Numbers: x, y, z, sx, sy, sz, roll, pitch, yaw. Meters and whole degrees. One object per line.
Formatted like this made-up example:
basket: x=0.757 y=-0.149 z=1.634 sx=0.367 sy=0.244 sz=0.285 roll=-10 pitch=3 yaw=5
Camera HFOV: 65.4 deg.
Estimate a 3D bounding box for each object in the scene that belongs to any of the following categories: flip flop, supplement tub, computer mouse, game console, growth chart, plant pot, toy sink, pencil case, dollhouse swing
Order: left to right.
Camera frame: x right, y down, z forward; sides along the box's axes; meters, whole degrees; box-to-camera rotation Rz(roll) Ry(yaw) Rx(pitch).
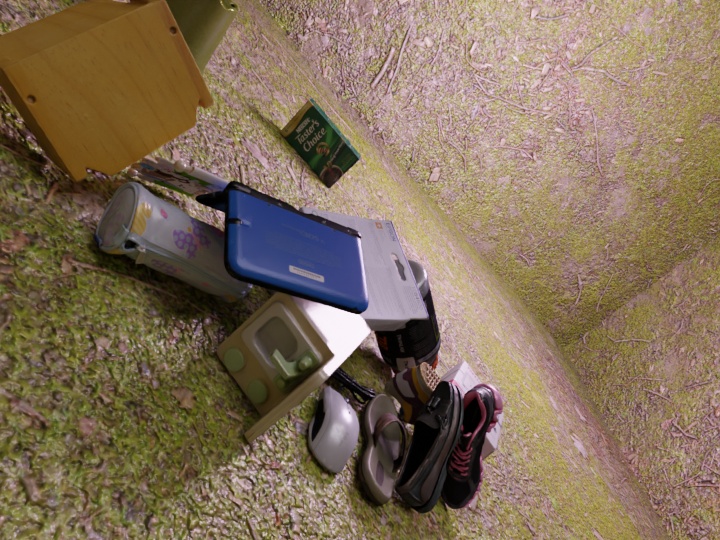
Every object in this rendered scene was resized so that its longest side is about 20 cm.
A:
dollhouse swing: x=-0.331 y=-0.233 z=0.697 sx=0.173 sy=0.199 sz=0.185 roll=11 pitch=-46 yaw=49
pencil case: x=-0.216 y=-0.028 z=0.684 sx=0.090 sy=0.084 sz=0.198 roll=36 pitch=3 yaw=40
plant pot: x=-0.341 y=-0.488 z=1.094 sx=0.200 sy=0.183 sz=0.202 roll=44 pitch=19 yaw=-19
growth chart: x=-0.227 y=-0.118 z=0.738 sx=0.142 sy=0.018 sz=0.197 roll=17 pitch=-5 yaw=-42
game console: x=-0.102 y=-0.022 z=0.705 sx=0.196 sy=0.118 sz=0.175 roll=18 pitch=50 yaw=-35
toy sink: x=-0.088 y=0.094 z=0.696 sx=0.113 sy=0.130 sz=0.200 roll=50 pitch=19 yaw=3
computer mouse: x=-0.025 y=0.197 z=0.786 sx=0.110 sy=0.044 sz=0.201 roll=46 pitch=19 yaw=-15
flip flop: x=0.039 y=0.251 z=0.818 sx=0.081 sy=0.057 sz=0.201 roll=47 pitch=19 yaw=-10
supplement tub: x=0.081 y=0.094 z=1.025 sx=0.124 sy=0.118 sz=0.205 roll=-98 pitch=173 yaw=-59

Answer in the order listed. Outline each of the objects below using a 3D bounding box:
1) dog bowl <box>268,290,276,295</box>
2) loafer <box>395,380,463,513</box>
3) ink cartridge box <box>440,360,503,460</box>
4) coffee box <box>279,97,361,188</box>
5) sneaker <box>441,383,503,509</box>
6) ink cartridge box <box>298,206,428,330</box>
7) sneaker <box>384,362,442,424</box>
dog bowl: x=-0.087 y=-0.003 z=0.961 sx=0.200 sy=0.078 sz=0.202 roll=45 pitch=19 yaw=-20
loafer: x=0.105 y=0.252 z=0.846 sx=0.062 sy=0.071 sz=0.204 roll=38 pitch=53 yaw=-24
ink cartridge box: x=0.209 y=0.283 z=1.130 sx=0.148 sy=0.082 sz=0.199 roll=53 pitch=18 yaw=7
coffee box: x=-0.105 y=-0.334 z=1.480 sx=0.201 sy=0.122 sz=0.044 roll=48 pitch=21 yaw=-13
sneaker: x=0.166 y=0.280 z=0.896 sx=0.077 sy=0.207 sz=0.095 roll=14 pitch=-5 yaw=27
ink cartridge box: x=0.000 y=0.000 z=0.896 sx=0.195 sy=0.041 sz=0.204 roll=5 pitch=54 yaw=-39
sneaker: x=0.118 y=0.245 z=0.985 sx=0.202 sy=0.088 sz=0.076 roll=56 pitch=24 yaw=-26
